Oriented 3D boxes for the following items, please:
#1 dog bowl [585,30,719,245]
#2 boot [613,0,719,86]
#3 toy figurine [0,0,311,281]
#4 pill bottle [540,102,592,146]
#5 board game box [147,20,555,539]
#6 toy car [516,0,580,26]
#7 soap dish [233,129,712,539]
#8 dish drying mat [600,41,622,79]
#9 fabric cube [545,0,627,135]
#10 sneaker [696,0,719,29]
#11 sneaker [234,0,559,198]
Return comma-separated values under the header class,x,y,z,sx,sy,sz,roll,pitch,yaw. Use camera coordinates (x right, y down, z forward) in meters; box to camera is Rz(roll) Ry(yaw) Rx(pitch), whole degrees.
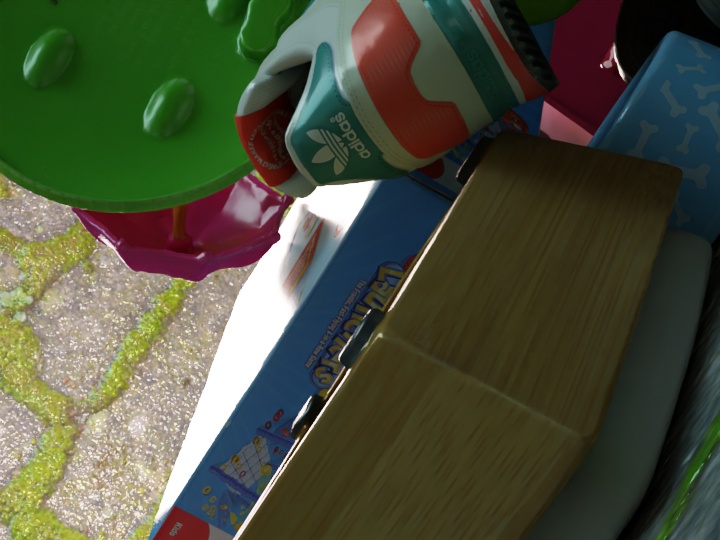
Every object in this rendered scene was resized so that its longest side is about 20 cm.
class,x,y,z,sx,sy,sz,roll,pitch,yaw
dog bowl,0.078,0.003,0.734,0.200,0.049,0.111,-56,-1,16
boot,0.161,-0.119,0.836,0.200,0.075,0.097,-51,-18,-25
toy figurine,-0.071,-0.079,0.870,0.184,0.149,0.201,84,-151,-68
pill bottle,0.077,-0.039,1.203,0.200,0.119,0.120,-55,-2,-17
board game box,0.000,0.000,0.837,0.200,0.056,0.196,-57,9,30
toy car,0.103,-0.205,0.767,0.199,0.158,0.164,-29,14,14
soap dish,0.022,0.053,0.589,0.158,0.081,0.200,-57,0,25
dish drying mat,0.184,-0.160,0.924,0.201,0.077,0.018,-57,39,8
fabric cube,0.148,-0.217,1.096,0.200,0.196,0.200,-55,-1,-44
sneaker,0.184,-0.175,0.705,0.200,0.076,0.114,-59,2,-27
sneaker,-0.005,-0.073,0.691,0.093,0.071,0.200,-32,17,-2
